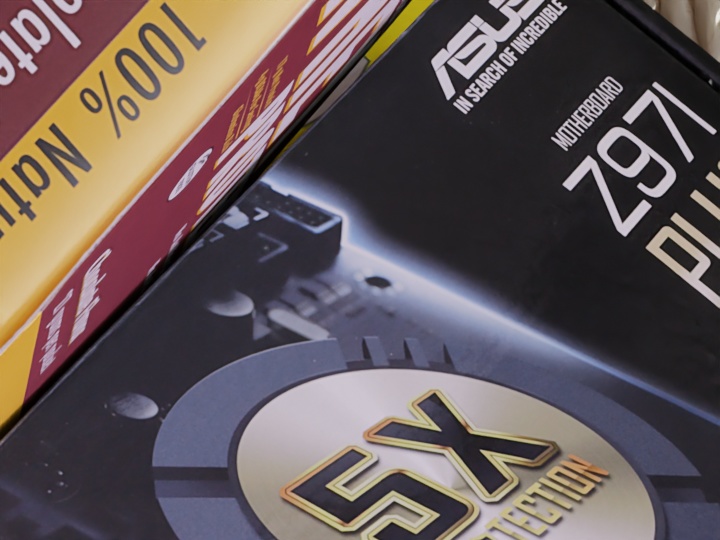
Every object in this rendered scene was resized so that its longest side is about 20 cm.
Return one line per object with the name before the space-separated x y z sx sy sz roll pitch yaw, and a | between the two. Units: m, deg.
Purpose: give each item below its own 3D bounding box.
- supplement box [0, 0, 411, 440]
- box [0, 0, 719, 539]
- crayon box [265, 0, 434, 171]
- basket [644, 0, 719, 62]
supplement box | -0.087 -0.098 0.569 0.200 0.133 0.197 40 72 2
box | 0.029 0.053 0.604 0.164 0.086 0.200 40 57 6
crayon box | -0.102 -0.053 0.677 0.173 0.058 0.200 48 58 6
basket | 0.089 -0.082 0.779 0.135 0.123 0.201 16 63 -38
